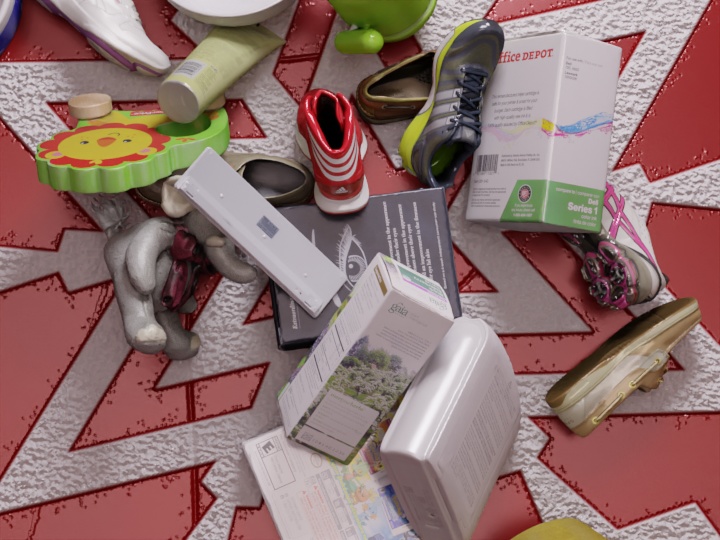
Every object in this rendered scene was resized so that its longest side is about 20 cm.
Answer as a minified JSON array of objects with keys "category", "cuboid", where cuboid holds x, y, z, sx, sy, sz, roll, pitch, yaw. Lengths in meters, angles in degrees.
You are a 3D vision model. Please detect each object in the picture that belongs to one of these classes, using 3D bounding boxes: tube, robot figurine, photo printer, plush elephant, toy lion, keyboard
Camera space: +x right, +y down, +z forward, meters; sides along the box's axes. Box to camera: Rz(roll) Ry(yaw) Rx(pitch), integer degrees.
[{"category":"tube","cuboid":[-0.151,-0.225,1.680,0.052,0.200,0.058,-9,119,30]},{"category":"robot figurine","cuboid":[0.016,-0.318,1.674,0.115,0.200,0.176,20,84,22]},{"category":"photo printer","cuboid":[0.101,0.160,1.609,0.069,0.167,0.200,7,51,29]},{"category":"plush elephant","cuboid":[-0.180,-0.018,1.635,0.154,0.165,0.201,-25,73,6]},{"category":"toy lion","cuboid":[-0.237,-0.130,1.633,0.199,0.192,0.069,-5,115,-4]},{"category":"keyboard","cuboid":[-0.100,-0.038,1.586,0.200,0.011,0.056,44,68,-14]}]

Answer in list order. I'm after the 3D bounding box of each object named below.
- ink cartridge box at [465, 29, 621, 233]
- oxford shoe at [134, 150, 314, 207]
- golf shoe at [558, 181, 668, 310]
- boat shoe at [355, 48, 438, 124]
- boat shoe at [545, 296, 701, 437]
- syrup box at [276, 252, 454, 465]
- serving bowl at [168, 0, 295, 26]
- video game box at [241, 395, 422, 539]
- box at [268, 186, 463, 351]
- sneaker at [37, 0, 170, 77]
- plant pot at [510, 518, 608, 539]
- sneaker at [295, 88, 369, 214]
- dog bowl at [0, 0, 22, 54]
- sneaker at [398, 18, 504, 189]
[{"category":"ink cartridge box","cuboid":[0.194,-0.145,1.662,0.084,0.145,0.201,8,88,-30]},{"category":"oxford shoe","cuboid":[-0.149,-0.103,1.693,0.199,0.075,0.071,-3,83,-3]},{"category":"golf shoe","cuboid":[0.268,-0.052,1.719,0.092,0.073,0.201,-13,73,-40]},{"category":"boat shoe","cuboid":[0.093,-0.210,1.722,0.199,0.068,0.072,-21,82,-6]},{"category":"boat shoe","cuboid":[0.295,0.105,1.695,0.200,0.074,0.067,-36,98,-5]},{"category":"syrup box","cuboid":[0.003,0.090,1.581,0.079,0.082,0.200,27,109,-23]},{"category":"serving bowl","cuboid":[-0.135,-0.349,1.720,0.199,0.066,0.201,-2,66,5]},{"category":"video game box","cuboid":[-0.007,0.240,1.671,0.182,0.047,0.201,-23,84,-4]},{"category":"box","cuboid":[0.000,0.000,1.672,0.199,0.104,0.149,-6,83,-3]},{"category":"sneaker","cuboid":[-0.277,-0.295,1.712,0.200,0.075,0.100,41,84,3]},{"category":"plant pot","cuboid":[0.211,0.343,1.611,0.199,0.200,0.142,-21,58,-5]},{"category":"sneaker","cuboid":[-0.028,-0.161,1.644,0.078,0.116,0.200,-10,41,-9]},{"category":"dog bowl","cuboid":[-0.473,-0.308,1.703,0.199,0.079,0.201,0,83,-3]},{"category":"sneaker","cuboid":[0.109,-0.173,1.663,0.074,0.081,0.201,5,121,-27]}]
